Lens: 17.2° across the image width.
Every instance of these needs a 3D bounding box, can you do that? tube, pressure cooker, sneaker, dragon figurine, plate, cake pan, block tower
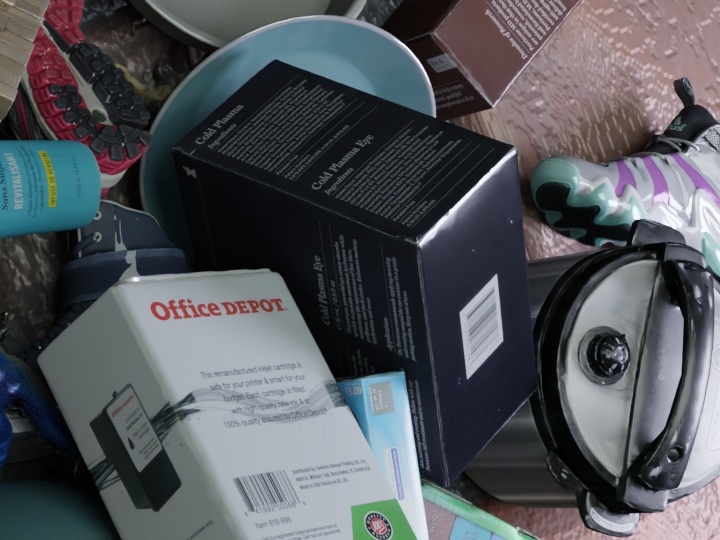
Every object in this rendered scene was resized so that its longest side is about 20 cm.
[{"bbox_3d":[-0.238,-0.042,1.306,0.200,0.050,0.077,-6,76,-40],"label":"tube"},{"bbox_3d":[0.159,0.074,1.569,0.179,0.200,0.176,-31,100,-30],"label":"pressure cooker"},{"bbox_3d":[0.208,-0.078,1.691,0.200,0.078,0.140,26,71,-36],"label":"sneaker"},{"bbox_3d":[-0.191,0.036,1.442,0.202,0.077,0.146,-10,77,-18],"label":"sneaker"},{"bbox_3d":[-0.230,0.087,1.347,0.200,0.059,0.099,-15,76,-17],"label":"dragon figurine"},{"bbox_3d":[-0.048,-0.080,1.509,0.200,0.026,0.200,-14,131,-17],"label":"plate"},{"bbox_3d":[-0.085,-0.220,1.521,0.200,0.037,0.200,12,63,-25],"label":"cake pan"},{"bbox_3d":[-0.207,-0.156,1.354,0.058,0.054,0.200,27,42,-14],"label":"block tower"},{"bbox_3d":[-0.203,-0.128,1.430,0.081,0.075,0.200,-9,62,-42],"label":"sneaker"}]

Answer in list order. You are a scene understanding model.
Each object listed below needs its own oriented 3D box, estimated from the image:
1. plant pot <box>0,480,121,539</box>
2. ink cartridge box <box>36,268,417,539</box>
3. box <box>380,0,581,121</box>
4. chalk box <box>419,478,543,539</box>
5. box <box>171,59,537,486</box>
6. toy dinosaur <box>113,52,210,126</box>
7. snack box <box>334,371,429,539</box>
[{"bbox_3d":[-0.162,0.215,1.331,0.200,0.135,0.200,4,82,-31],"label":"plant pot"},{"bbox_3d":[-0.071,0.105,1.326,0.147,0.083,0.200,-2,59,-52],"label":"ink cartridge box"},{"bbox_3d":[0.098,-0.193,1.617,0.075,0.100,0.200,50,64,-17],"label":"box"},{"bbox_3d":[0.037,0.208,1.482,0.124,0.200,0.124,30,72,-26],"label":"chalk box"},{"bbox_3d":[0.000,0.000,1.440,0.104,0.182,0.200,-45,143,-35],"label":"box"},{"bbox_3d":[-0.085,-0.112,1.536,0.200,0.047,0.088,21,79,-32],"label":"toy dinosaur"},{"bbox_3d":[-0.039,0.126,1.445,0.037,0.200,0.116,-8,89,-39],"label":"snack box"}]
